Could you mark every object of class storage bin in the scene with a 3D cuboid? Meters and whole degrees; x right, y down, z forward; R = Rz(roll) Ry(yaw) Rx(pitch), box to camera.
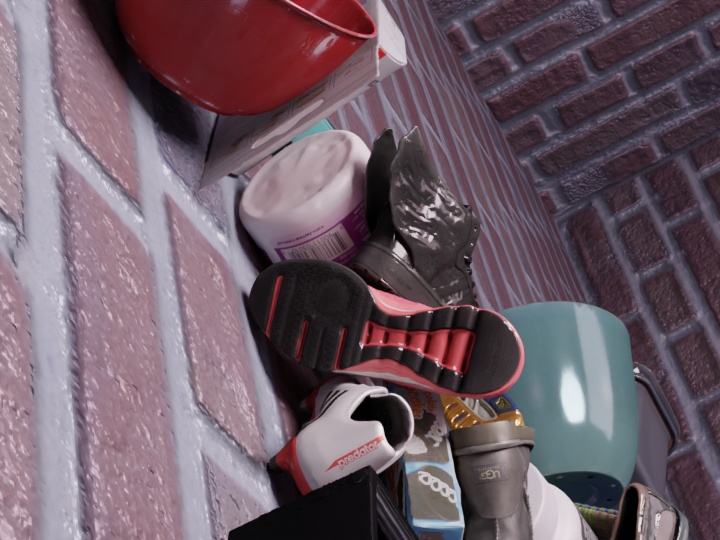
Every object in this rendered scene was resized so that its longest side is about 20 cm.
[{"bbox_3d":[0.241,0.216,1.565,0.147,0.198,0.135,59,24,-23],"label":"storage bin"}]

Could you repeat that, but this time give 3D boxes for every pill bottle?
[{"bbox_3d":[0.000,0.000,1.133,0.201,0.111,0.113,57,14,-31],"label":"pill bottle"},{"bbox_3d":[0.150,0.252,1.250,0.201,0.113,0.115,54,15,-39],"label":"pill bottle"}]

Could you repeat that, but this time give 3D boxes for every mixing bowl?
[{"bbox_3d":[-0.097,-0.180,1.028,0.199,0.109,0.201,32,18,-11],"label":"mixing bowl"}]

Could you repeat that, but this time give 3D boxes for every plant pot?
[{"bbox_3d":[0.182,0.153,1.421,0.201,0.198,0.163,48,27,-51],"label":"plant pot"}]

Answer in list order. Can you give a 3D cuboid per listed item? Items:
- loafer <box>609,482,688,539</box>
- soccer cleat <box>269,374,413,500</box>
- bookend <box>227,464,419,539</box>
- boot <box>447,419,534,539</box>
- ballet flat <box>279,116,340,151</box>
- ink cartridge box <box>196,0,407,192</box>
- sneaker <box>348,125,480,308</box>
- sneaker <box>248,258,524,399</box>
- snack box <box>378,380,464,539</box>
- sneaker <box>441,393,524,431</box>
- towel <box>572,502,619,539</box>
[{"bbox_3d":[0.208,0.268,1.193,0.063,0.071,0.201,44,55,-25],"label":"loafer"},{"bbox_3d":[-0.001,0.106,0.974,0.069,0.084,0.200,62,12,-3],"label":"soccer cleat"},{"bbox_3d":[0.013,0.243,0.729,0.200,0.091,0.201,59,14,-23],"label":"bookend"},{"bbox_3d":[0.100,0.212,1.026,0.182,0.072,0.203,28,51,-74],"label":"boot"},{"bbox_3d":[-0.017,-0.075,1.334,0.201,0.073,0.073,53,15,-22],"label":"ballet flat"},{"bbox_3d":[-0.039,-0.121,1.099,0.050,0.160,0.201,52,15,-22],"label":"ink cartridge box"},{"bbox_3d":[0.061,-0.005,1.073,0.200,0.105,0.060,43,-20,-33],"label":"sneaker"},{"bbox_3d":[0.017,0.052,1.011,0.087,0.198,0.075,62,47,-72],"label":"sneaker"},{"bbox_3d":[0.037,0.155,1.021,0.201,0.037,0.118,-97,-169,-58],"label":"snack box"},{"bbox_3d":[0.081,0.119,1.316,0.201,0.075,0.089,54,-13,44],"label":"sneaker"},{"bbox_3d":[0.201,0.261,1.363,0.023,0.142,0.201,-63,148,-29],"label":"towel"}]
